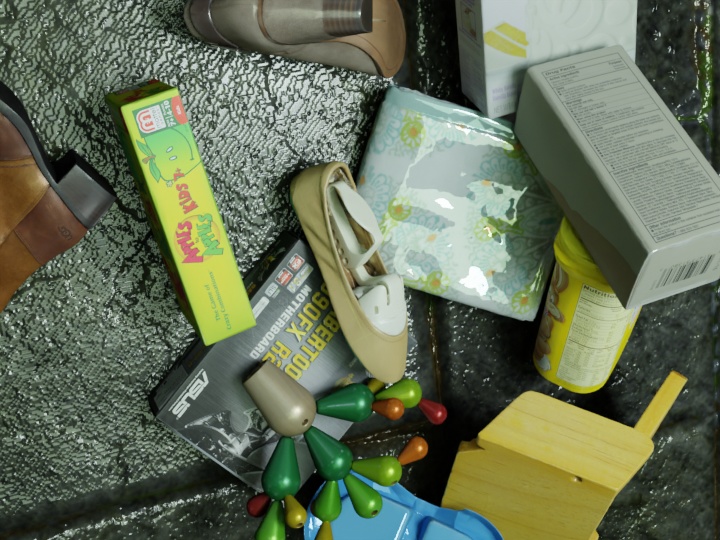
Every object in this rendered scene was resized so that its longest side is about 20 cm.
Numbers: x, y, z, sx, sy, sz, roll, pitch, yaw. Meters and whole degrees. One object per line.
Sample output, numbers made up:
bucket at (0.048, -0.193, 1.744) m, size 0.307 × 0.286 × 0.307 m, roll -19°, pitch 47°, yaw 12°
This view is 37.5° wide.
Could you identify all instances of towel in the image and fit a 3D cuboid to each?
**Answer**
towel at (0.092, -0.058, 0.956) m, size 0.198 × 0.048 × 0.173 m, roll 17°, pitch 102°, yaw -5°

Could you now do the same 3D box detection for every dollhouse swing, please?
dollhouse swing at (0.195, 0.170, 1.030) m, size 0.180 × 0.201 × 0.177 m, roll 20°, pitch 53°, yaw 10°

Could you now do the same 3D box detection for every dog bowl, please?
dog bowl at (0.043, 0.263, 1.002) m, size 0.199 × 0.050 × 0.112 m, roll 23°, pitch 75°, yaw 6°

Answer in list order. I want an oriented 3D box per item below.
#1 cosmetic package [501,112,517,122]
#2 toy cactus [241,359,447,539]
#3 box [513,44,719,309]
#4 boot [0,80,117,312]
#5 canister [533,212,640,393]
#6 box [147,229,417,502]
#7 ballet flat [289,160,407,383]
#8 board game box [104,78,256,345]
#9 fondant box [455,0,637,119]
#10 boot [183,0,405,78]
cosmetic package at (0.196, -0.211, 0.987) m, size 0.082 × 0.051 × 0.202 m, roll 12°, pitch 99°, yaw -24°
toy cactus at (-0.036, 0.145, 0.928) m, size 0.200 × 0.102 × 0.165 m, roll -42°, pitch 96°, yaw -4°
box at (0.209, -0.079, 0.849) m, size 0.094 × 0.201 × 0.078 m, roll -15°, pitch 147°, yaw -13°
boot at (-0.325, -0.049, 0.837) m, size 0.200 × 0.069 × 0.188 m, roll -44°, pitch 122°, yaw 2°
canister at (0.222, 0.003, 0.963) m, size 0.149 × 0.086 × 0.201 m, roll -55°, pitch 160°, yaw -32°
box at (-0.069, 0.090, 0.964) m, size 0.158 × 0.048 × 0.200 m, roll 41°, pitch 87°, yaw -24°
ballet flat at (0.000, 0.000, 0.909) m, size 0.068 × 0.063 × 0.201 m, roll -26°, pitch 90°, yaw -49°
board game box at (-0.148, -0.050, 0.869) m, size 0.047 × 0.102 × 0.202 m, roll -21°, pitch 110°, yaw -15°
fondant box at (0.153, -0.241, 0.875) m, size 0.143 × 0.058 × 0.201 m, roll -18°, pitch 128°, yaw -11°
boot at (-0.051, -0.200, 0.872) m, size 0.145 × 0.200 × 0.071 m, roll 3°, pitch 90°, yaw 14°
